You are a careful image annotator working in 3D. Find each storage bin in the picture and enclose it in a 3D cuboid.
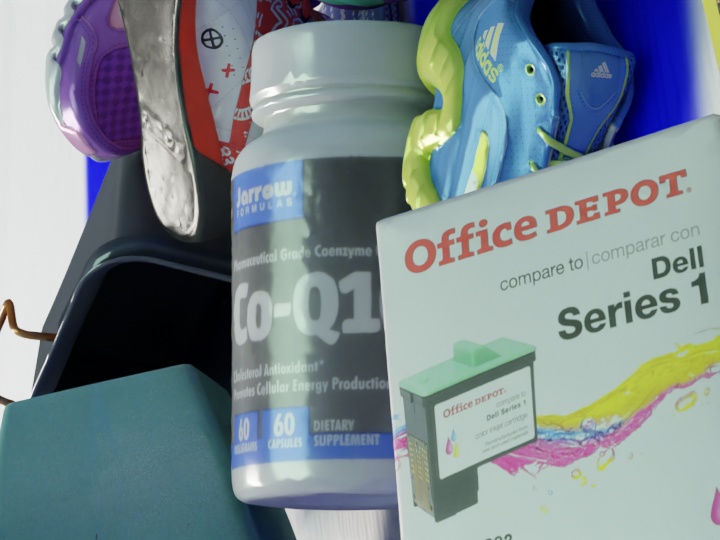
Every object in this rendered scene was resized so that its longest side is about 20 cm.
[{"bbox_3d":[-0.112,0.029,1.330,0.135,0.145,0.200,-96,26,-49],"label":"storage bin"}]

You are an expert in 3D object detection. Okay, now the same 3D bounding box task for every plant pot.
[{"bbox_3d":[-0.092,0.153,1.212,0.141,0.141,0.201,53,-154,-76],"label":"plant pot"}]

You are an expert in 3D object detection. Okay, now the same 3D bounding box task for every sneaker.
[{"bbox_3d":[-0.050,-0.120,1.221,0.067,0.108,0.202,16,116,51],"label":"sneaker"},{"bbox_3d":[-0.067,-0.131,1.283,0.088,0.200,0.081,11,142,50],"label":"sneaker"},{"bbox_3d":[0.063,-0.037,1.058,0.105,0.076,0.201,140,130,-58],"label":"sneaker"}]

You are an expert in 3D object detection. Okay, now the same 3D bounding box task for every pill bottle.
[{"bbox_3d":[0.000,0.000,1.149,0.114,0.113,0.201,159,112,-65],"label":"pill bottle"}]

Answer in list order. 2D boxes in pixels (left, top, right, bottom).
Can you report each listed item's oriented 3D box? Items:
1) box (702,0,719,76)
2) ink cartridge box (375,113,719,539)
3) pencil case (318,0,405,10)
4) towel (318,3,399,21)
[{"bbox_3d":[0.157,-0.061,0.848,0.050,0.075,0.201,130,138,-51],"label":"box"},{"bbox_3d":[0.090,0.065,0.897,0.145,0.084,0.201,-17,68,31],"label":"ink cartridge box"},{"bbox_3d":[0.015,-0.150,1.078,0.200,0.092,0.085,-163,68,-79],"label":"pencil case"},{"bbox_3d":[-0.019,-0.053,1.325,0.200,0.024,0.145,134,136,-54],"label":"towel"}]
